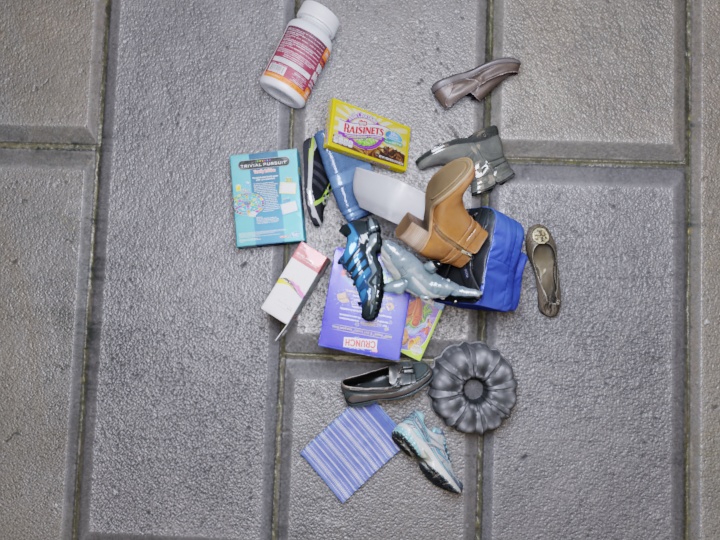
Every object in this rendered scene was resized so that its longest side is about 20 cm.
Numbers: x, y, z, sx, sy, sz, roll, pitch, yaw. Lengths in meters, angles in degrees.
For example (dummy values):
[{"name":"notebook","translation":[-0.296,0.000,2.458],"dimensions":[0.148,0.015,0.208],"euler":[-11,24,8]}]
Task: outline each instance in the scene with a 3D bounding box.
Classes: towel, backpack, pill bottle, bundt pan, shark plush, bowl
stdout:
[{"name":"towel","translation":[-0.012,0.381,1.165],"dimensions":[0.200,0.024,0.145],"euler":[-42,86,-1]},{"name":"backpack","translation":[0.251,-0.021,1.112],"dimensions":[0.167,0.162,0.203],"euler":[15,82,-36]},{"name":"pill bottle","translation":[-0.128,-0.466,1.171],"dimensions":[0.109,0.110,0.202],"euler":[27,88,3]},{"name":"bundt pan","translation":[0.239,0.250,1.139],"dimensions":[0.199,0.076,0.205],"euler":[0,86,2]},{"name":"towel","translation":[-0.025,-0.209,1.155],"dimensions":[0.111,0.048,0.202],"euler":[-24,97,-35]},{"name":"shark plush","translation":[0.123,0.015,0.993],"dimensions":[0.199,0.091,0.084],"euler":[29,128,19]},{"name":"bowl","translation":[0.086,-0.127,1.086],"dimensions":[0.199,0.199,0.075],"euler":[19,98,-35]}]

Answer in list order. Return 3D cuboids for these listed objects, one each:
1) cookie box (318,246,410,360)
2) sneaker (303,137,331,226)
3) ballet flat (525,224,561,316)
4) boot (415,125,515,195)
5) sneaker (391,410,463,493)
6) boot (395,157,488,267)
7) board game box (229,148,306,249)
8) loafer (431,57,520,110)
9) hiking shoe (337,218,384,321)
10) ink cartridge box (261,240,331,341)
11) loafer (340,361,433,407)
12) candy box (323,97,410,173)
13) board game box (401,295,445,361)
[{"name":"cookie box","translation":[0.012,0.068,1.109],"dimensions":[0.169,0.075,0.203],"euler":[10,86,3]},{"name":"sneaker","translation":[-0.080,-0.198,1.174],"dimensions":[0.082,0.072,0.203],"euler":[-3,87,0]},{"name":"ballet flat","translation":[0.397,-0.001,1.161],"dimensions":[0.067,0.046,0.203],"euler":[-6,87,1]},{"name":"boot","translation":[0.229,-0.221,1.172],"dimensions":[0.198,0.068,0.132],"euler":[-19,92,2]},{"name":"sneaker","translation":[0.159,0.380,1.134],"dimensions":[0.086,0.077,0.200],"euler":[-44,100,-28]},{"name":"boot","translation":[0.176,-0.097,0.973],"dimensions":[0.154,0.074,0.200],"euler":[25,128,-24]},{"name":"board game box","translation":[-0.201,-0.156,1.187],"dimensions":[0.149,0.047,0.203],"euler":[-5,87,2]},{"name":"loafer","translation":[0.256,-0.404,1.182],"dimensions":[0.198,0.073,0.072],"euler":[-18,97,6]},{"name":"hiking shoe","translation":[0.000,0.000,1.048],"dimensions":[0.086,0.074,0.203],"euler":[-3,75,9]},{"name":"ink cartridge box","translation":[-0.143,0.044,1.140],"dimensions":[0.067,0.116,0.201],"euler":[31,88,2]},{"name":"loafer","translation":[0.054,0.231,1.134],"dimensions":[0.198,0.072,0.063],"euler":[-20,126,7]},{"name":"candy box","translation":[0.017,-0.282,1.145],"dimensions":[0.198,0.026,0.104],"euler":[11,78,-31]},{"name":"board game box","translation":[0.065,0.090,1.167],"dimensions":[0.198,0.045,0.136],"euler":[25,88,3]}]
